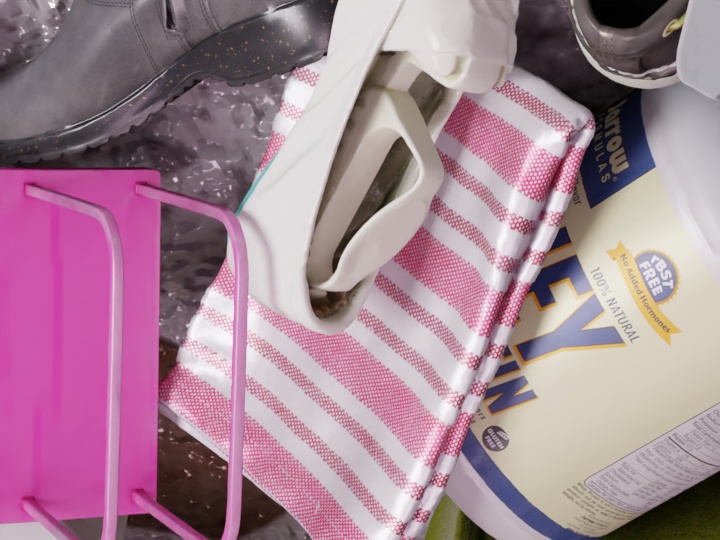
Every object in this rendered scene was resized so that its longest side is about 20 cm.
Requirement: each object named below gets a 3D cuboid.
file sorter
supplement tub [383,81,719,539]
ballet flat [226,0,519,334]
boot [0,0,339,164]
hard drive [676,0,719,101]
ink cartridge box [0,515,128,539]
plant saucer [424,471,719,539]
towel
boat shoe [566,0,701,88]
[{"bbox_3d":[-0.151,0.037,0.752,0.199,0.125,0.140,-1,97,-25],"label":"file sorter"},{"bbox_3d":[0.118,0.008,0.818,0.199,0.145,0.145,-34,117,24],"label":"supplement tub"},{"bbox_3d":[0.017,-0.063,0.729,0.069,0.070,0.201,23,112,-13],"label":"ballet flat"},{"bbox_3d":[-0.093,-0.125,0.792,0.199,0.070,0.132,-19,108,27],"label":"boot"},{"bbox_3d":[0.186,-0.145,0.690,0.026,0.199,0.133,34,133,30],"label":"hard drive"},{"bbox_3d":[-0.197,0.117,0.935,0.199,0.117,0.068,-27,120,23],"label":"ink cartridge box"},{"bbox_3d":[0.111,0.127,0.880,0.198,0.200,0.048,-10,112,11],"label":"plant saucer"},{"bbox_3d":[0.000,0.000,0.794,0.030,0.146,0.201,8,110,-46],"label":"towel"},{"bbox_3d":[0.122,-0.160,0.691,0.071,0.061,0.202,19,91,14],"label":"boat shoe"}]
